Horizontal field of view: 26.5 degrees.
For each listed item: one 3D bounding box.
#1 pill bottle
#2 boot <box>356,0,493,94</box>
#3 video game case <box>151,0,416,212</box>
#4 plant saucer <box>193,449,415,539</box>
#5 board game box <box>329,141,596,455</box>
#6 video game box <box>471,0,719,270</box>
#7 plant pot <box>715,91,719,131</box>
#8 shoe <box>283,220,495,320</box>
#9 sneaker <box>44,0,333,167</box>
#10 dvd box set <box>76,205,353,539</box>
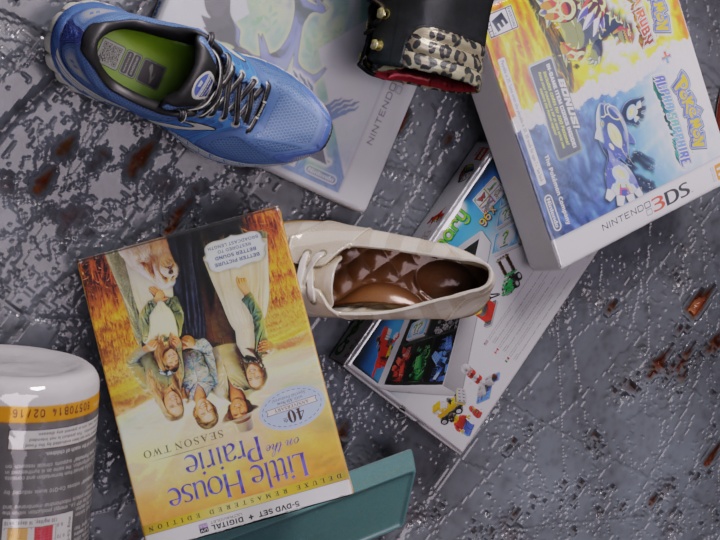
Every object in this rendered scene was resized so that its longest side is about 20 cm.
[{"bbox_3d":[-0.233,0.157,1.000,0.115,0.116,0.203,2,98,-24],"label":"pill bottle"},{"bbox_3d":[0.011,-0.214,1.029,0.201,0.073,0.156,13,86,-14],"label":"boot"},{"bbox_3d":[-0.046,-0.162,1.074,0.199,0.022,0.184,23,90,-25],"label":"video game case"},{"bbox_3d":[-0.040,0.187,1.104,0.198,0.019,0.071,-14,129,-35],"label":"plant saucer"},{"bbox_3d":[0.083,0.021,1.157,0.126,0.035,0.201,38,83,-23],"label":"board game box"},{"bbox_3d":[0.176,-0.126,1.144,0.181,0.047,0.202,-26,103,-27],"label":"video game box"},{"bbox_3d":[0.415,-0.111,1.191,0.199,0.195,0.203,-4,101,-22],"label":"plant pot"},{"bbox_3d":[0.000,0.000,1.085,0.197,0.053,0.071,3,88,-7],"label":"shoe"},{"bbox_3d":[-0.105,-0.114,0.996,0.198,0.089,0.079,17,94,-26],"label":"sneaker"},{"bbox_3d":[-0.098,0.072,1.031,0.145,0.029,0.202,-14,83,-2],"label":"dvd box set"}]
